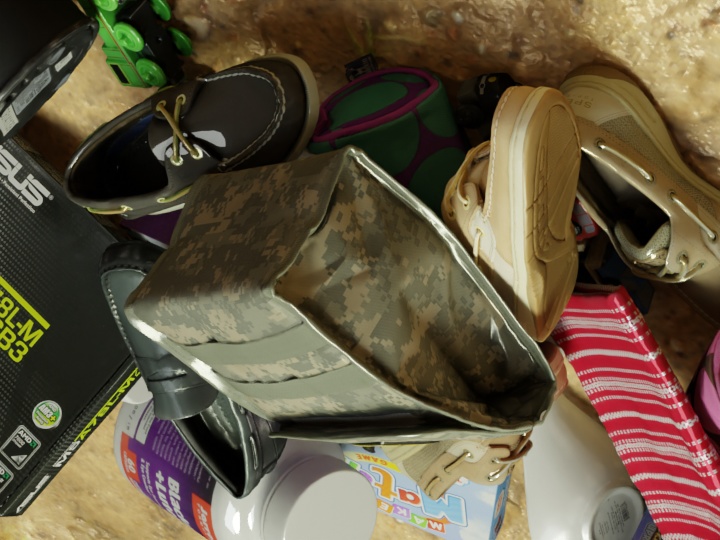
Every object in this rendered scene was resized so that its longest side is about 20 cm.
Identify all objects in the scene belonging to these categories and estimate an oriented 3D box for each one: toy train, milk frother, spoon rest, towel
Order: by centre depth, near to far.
[{"bbox_3d":[0.172,0.098,1.235,0.201,0.022,0.145,61,168,-7],"label":"towel"},{"bbox_3d":[0.122,-0.039,1.240,0.046,0.034,0.200,-16,125,33],"label":"toy train"},{"bbox_3d":[-0.296,-0.133,1.266,0.188,0.200,0.181,44,154,1],"label":"milk frother"},{"bbox_3d":[-0.137,-0.140,1.300,0.056,0.042,0.201,10,141,44],"label":"toy train"},{"bbox_3d":[0.141,0.119,1.383,0.060,0.099,0.201,23,135,49],"label":"spoon rest"}]

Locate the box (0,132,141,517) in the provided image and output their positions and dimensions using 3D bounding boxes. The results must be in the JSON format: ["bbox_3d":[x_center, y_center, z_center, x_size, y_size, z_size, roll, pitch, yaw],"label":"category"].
[{"bbox_3d":[-0.242,0.030,1.423,0.200,0.193,0.047,43,-173,14],"label":"box"}]

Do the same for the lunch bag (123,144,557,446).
[{"bbox_3d":[-0.005,0.036,1.177,0.200,0.118,0.164,40,156,-27],"label":"lunch bag"}]

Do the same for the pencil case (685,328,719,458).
[{"bbox_3d":[0.235,0.093,1.238,0.093,0.092,0.200,6,161,1],"label":"pencil case"}]

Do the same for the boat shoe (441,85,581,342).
[{"bbox_3d":[0.077,-0.032,1.143,0.069,0.074,0.201,21,149,19],"label":"boat shoe"}]

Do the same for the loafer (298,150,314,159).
[{"bbox_3d":[0.000,0.000,1.343,0.200,0.069,0.076,42,144,-16],"label":"loafer"}]

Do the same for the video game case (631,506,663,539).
[{"bbox_3d":[0.184,0.237,1.384,0.045,0.201,0.182,22,144,14],"label":"video game case"}]

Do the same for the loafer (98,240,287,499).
[{"bbox_3d":[-0.108,0.064,1.347,0.068,0.071,0.201,-9,130,30],"label":"loafer"}]

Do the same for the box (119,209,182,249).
[{"bbox_3d":[-0.069,0.025,1.382,0.200,0.039,0.137,22,151,56],"label":"box"}]

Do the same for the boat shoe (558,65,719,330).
[{"bbox_3d":[0.170,-0.024,1.191,0.072,0.065,0.200,-14,126,45],"label":"boat shoe"}]

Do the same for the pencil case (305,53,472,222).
[{"bbox_3d":[0.037,-0.025,1.256,0.092,0.085,0.201,-14,122,17],"label":"pencil case"}]

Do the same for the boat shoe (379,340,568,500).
[{"bbox_3d":[0.082,0.099,1.334,0.065,0.071,0.200,54,152,-1],"label":"boat shoe"}]

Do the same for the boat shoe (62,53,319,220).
[{"bbox_3d":[-0.103,-0.074,1.242,0.201,0.060,0.072,-24,78,47],"label":"boat shoe"}]

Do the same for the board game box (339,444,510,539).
[{"bbox_3d":[0.036,0.111,1.483,0.150,0.037,0.201,21,145,14],"label":"board game box"}]

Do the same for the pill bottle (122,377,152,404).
[{"bbox_3d":[-0.233,0.025,1.508,0.199,0.115,0.115,16,143,21],"label":"pill bottle"}]

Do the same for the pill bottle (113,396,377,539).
[{"bbox_3d":[-0.080,0.143,1.489,0.199,0.111,0.112,26,152,47],"label":"pill bottle"}]
